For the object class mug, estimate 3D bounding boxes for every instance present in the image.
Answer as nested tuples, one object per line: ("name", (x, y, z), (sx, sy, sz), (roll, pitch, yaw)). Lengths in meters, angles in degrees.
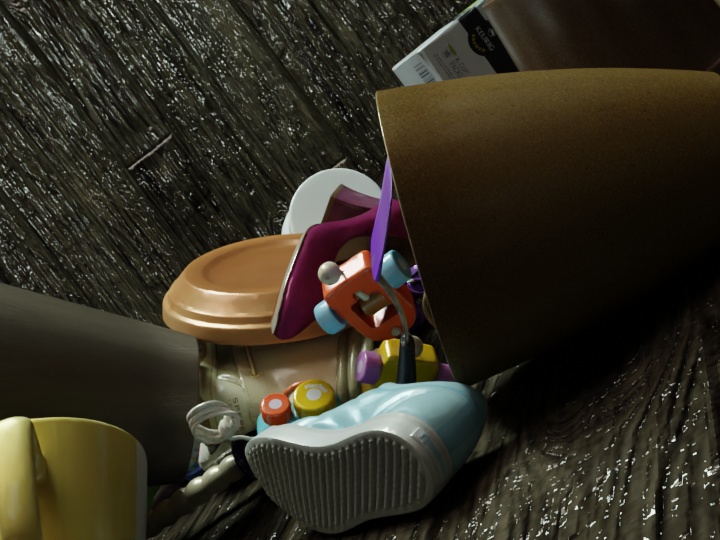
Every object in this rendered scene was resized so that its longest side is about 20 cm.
("mug", (-0.215, 0.194, 0.793), (0.148, 0.187, 0.154), (-27, 53, 16))

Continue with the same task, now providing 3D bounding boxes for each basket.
("basket", (-0.226, 0.097, 0.910), (0.136, 0.198, 0.182), (150, 126, -71))

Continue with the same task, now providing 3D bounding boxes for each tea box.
("tea box", (0.174, -0.183, 1.190), (0.196, 0.201, 0.134), (-39, 7, -7))

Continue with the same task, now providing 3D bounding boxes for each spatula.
("spatula", (0.022, 0.031, 0.760), (0.020, 0.202, 0.057), (-7, 29, 2))

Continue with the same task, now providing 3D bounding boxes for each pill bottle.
("pill bottle", (-0.022, -0.018, 1.223), (0.114, 0.114, 0.200), (-39, -14, -14))

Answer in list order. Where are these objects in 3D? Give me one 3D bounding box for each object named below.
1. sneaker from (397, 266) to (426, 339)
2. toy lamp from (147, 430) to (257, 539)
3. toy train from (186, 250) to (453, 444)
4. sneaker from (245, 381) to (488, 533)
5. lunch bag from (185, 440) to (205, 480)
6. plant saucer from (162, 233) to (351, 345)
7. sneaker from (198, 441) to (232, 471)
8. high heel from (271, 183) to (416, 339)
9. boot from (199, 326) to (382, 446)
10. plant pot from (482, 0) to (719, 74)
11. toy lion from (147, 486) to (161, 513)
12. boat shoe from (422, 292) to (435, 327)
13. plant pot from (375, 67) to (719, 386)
("sneaker", (0.056, 0.004, 1.107), (0.083, 0.081, 0.200), (-23, 15, 42))
("toy lamp", (-0.158, 0.198, 1.016), (0.199, 0.058, 0.058), (-37, 7, 15))
("toy train", (-0.022, 0.061, 0.851), (0.200, 0.150, 0.056), (-39, 35, 22))
("sneaker", (0.006, 0.110, 0.751), (0.082, 0.074, 0.199), (-33, 12, -36))
("lunch bag", (-0.123, 0.120, 1.226), (0.200, 0.083, 0.161), (-41, 9, -20))
("plant saucer", (-0.068, 0.009, 1.020), (0.198, 0.038, 0.200), (-5, 19, 2))
("sneaker", (-0.076, 0.110, 1.112), (0.200, 0.077, 0.085), (-39, -2, -27))
("high heel", (0.000, 0.000, 0.920), (0.201, 0.095, 0.068), (-63, -5, -51))
("boot", (-0.053, 0.066, 1.012), (0.154, 0.073, 0.200), (-11, 23, 4))
("plant pot", (0.218, -0.190, 1.028), (0.200, 0.199, 0.200), (-36, 8, 6))
("toy lion", (-0.240, 0.216, 0.992), (0.199, 0.069, 0.192), (-34, 31, 16))
("boat shoe", (0.078, 0.010, 0.920), (0.074, 0.075, 0.202), (-25, 6, -7))
("plant pot", (0.128, -0.046, 0.733), (0.198, 0.188, 0.186), (-16, 10, 7))
